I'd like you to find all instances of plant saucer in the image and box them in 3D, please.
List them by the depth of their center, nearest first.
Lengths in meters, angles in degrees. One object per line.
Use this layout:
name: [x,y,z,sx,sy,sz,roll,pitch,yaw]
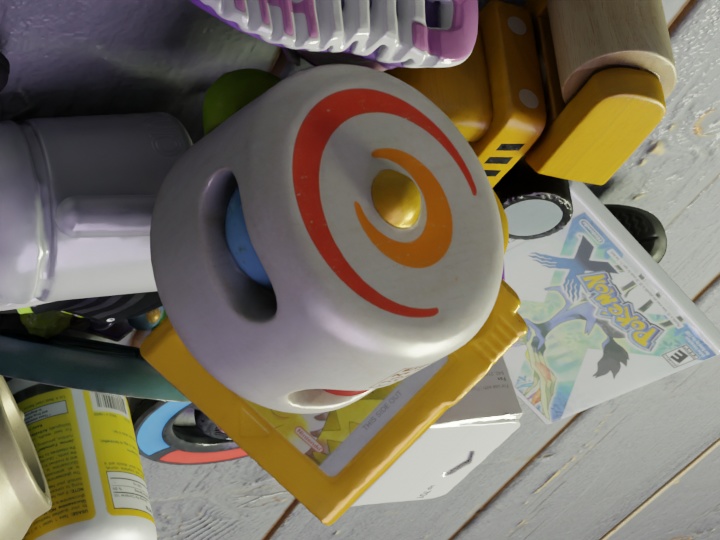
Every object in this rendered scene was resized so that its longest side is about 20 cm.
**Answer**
plant saucer: [-0.199,0.068,1.295,0.199,0.028,0.200,10,180,0]

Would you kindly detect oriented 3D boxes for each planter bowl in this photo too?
planter bowl: [-0.312,0.149,1.307,0.134,0.201,0.200,-22,155,-7]

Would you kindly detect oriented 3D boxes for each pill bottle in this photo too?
pill bottle: [-0.227,0.184,1.410,0.112,0.201,0.113,-13,154,-7]

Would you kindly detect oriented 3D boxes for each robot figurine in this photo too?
robot figurine: [-0.173,-0.040,1.096,0.199,0.114,0.169,-6,-175,-24]

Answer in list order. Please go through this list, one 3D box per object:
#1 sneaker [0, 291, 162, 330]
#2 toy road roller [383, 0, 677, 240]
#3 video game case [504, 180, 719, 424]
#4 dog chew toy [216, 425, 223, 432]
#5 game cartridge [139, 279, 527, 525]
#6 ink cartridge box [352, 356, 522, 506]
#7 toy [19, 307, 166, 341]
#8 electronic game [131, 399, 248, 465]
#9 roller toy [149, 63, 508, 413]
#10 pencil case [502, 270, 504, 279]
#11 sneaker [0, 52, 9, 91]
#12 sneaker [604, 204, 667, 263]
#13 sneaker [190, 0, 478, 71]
sneaker: [-0.184,0.014,1.189,0.199,0.072,0.083,-10,132,-28]
toy road roller: [0.090,-0.116,1.103,0.145,0.123,0.200,10,145,-24]
video game case: [0.158,0.028,1.395,0.182,0.022,0.200,-28,119,37]
dog chew toy: [-0.023,0.095,1.433,0.199,0.125,0.125,-14,155,-20]
game cartridge: [-0.015,0.040,1.146,0.200,0.176,0.032,-46,-172,11]
ink cartridge box: [0.027,0.054,1.305,0.086,0.201,0.147,-2,150,-29]
toy: [-0.207,0.019,1.269,0.115,0.047,0.200,-34,150,28]
electronic game: [-0.107,0.124,1.548,0.199,0.042,0.200,-14,154,-7]
roller toy: [-0.013,-0.018,1.012,0.200,0.183,0.140,37,141,-21]
pencil case: [0.000,0.000,1.196,0.199,0.084,0.086,-1,167,3]
sneaker: [-0.280,-0.059,1.025,0.200,0.089,0.074,-29,151,20]
sneaker: [0.186,0.006,1.459,0.114,0.077,0.199,9,147,-46]
sneaker: [-0.031,-0.154,1.010,0.199,0.081,0.088,10,168,-35]
